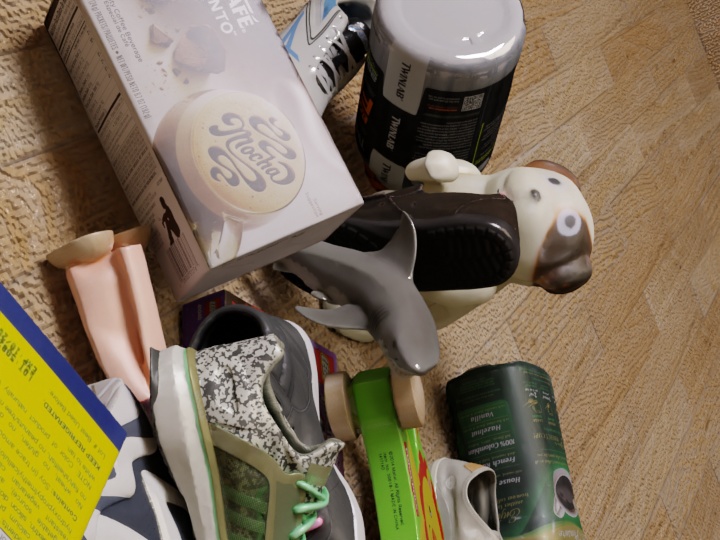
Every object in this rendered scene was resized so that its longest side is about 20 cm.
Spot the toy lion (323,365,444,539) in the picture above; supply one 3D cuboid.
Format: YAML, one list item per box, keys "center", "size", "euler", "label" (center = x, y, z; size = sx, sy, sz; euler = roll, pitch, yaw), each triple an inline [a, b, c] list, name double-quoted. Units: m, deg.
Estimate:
- center: [0.034, 0.172, 1.012]
  size: [0.192, 0.068, 0.201]
  euler: [39, 40, -78]
  label: "toy lion"

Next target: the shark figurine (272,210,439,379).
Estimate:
- center: [-0.008, -0.009, 0.959]
  size: [0.214, 0.090, 0.128]
  euler: [33, 16, 24]
  label: "shark figurine"

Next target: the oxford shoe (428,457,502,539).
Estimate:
- center: [0.091, 0.244, 1.117]
  size: [0.075, 0.057, 0.201]
  euler: [32, 48, -57]
  label: "oxford shoe"

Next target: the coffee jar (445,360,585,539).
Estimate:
- center: [0.136, 0.185, 1.208]
  size: [0.104, 0.085, 0.201]
  euler: [26, 49, -59]
  label: "coffee jar"

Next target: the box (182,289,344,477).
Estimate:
- center: [-0.060, 0.129, 0.921]
  size: [0.137, 0.039, 0.201]
  euler: [35, 44, -51]
  label: "box"

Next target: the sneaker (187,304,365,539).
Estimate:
- center: [-0.055, 0.109, 0.812]
  size: [0.099, 0.070, 0.201]
  euler: [39, 34, -60]
  label: "sneaker"

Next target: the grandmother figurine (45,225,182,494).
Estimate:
- center: [-0.123, 0.076, 0.818]
  size: [0.121, 0.060, 0.201]
  euler: [-17, 85, -55]
  label: "grandmother figurine"

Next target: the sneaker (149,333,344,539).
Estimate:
- center: [-0.045, 0.123, 0.748]
  size: [0.077, 0.088, 0.201]
  euler: [-95, 165, -81]
  label: "sneaker"

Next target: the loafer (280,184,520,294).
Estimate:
- center: [0.026, -0.023, 1.013]
  size: [0.071, 0.199, 0.073]
  euler: [-56, 141, -50]
  label: "loafer"

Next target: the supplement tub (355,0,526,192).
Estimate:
- center: [0.060, -0.147, 1.157]
  size: [0.200, 0.122, 0.123]
  euler: [101, -8, -55]
  label: "supplement tub"

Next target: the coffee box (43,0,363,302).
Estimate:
- center: [-0.099, -0.099, 0.868]
  size: [0.113, 0.080, 0.201]
  euler: [-23, 84, -27]
  label: "coffee box"

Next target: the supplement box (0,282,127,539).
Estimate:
- center: [-0.198, 0.114, 0.588]
  size: [0.109, 0.109, 0.200]
  euler: [56, 29, -27]
  label: "supplement box"

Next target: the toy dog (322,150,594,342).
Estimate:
- center: [0.089, -0.014, 1.120]
  size: [0.194, 0.199, 0.140]
  euler: [43, 38, -42]
  label: "toy dog"

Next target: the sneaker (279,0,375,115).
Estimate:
- center: [-0.032, -0.173, 1.141]
  size: [0.072, 0.072, 0.200]
  euler: [58, 30, -27]
  label: "sneaker"

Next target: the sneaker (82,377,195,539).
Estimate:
- center: [-0.138, 0.165, 0.703]
  size: [0.130, 0.079, 0.200]
  euler: [56, 29, -27]
  label: "sneaker"
